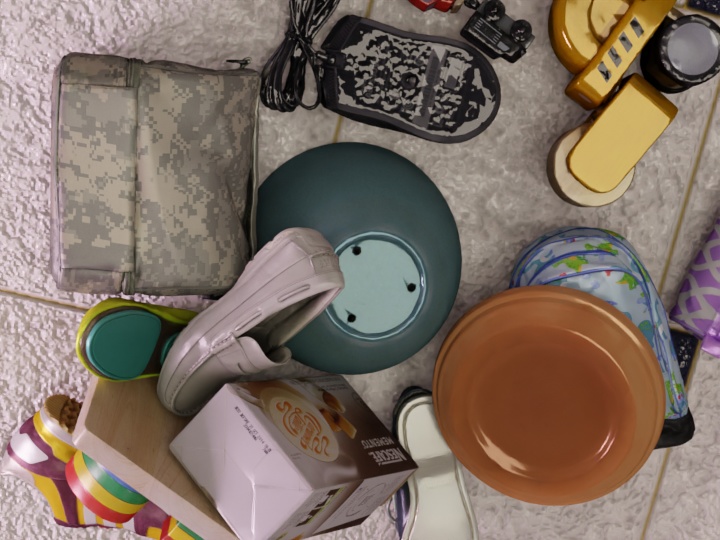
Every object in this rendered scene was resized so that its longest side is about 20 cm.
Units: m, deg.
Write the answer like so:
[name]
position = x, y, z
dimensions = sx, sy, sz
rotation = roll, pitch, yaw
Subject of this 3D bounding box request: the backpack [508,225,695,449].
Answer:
[backpack]
position = 0.199, 0.061, 1.508
dimensions = 0.161, 0.154, 0.202
rotation = -7, 90, 11

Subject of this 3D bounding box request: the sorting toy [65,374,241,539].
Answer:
[sorting toy]
position = -0.154, 0.160, 1.431
dimensions = 0.198, 0.200, 0.070
rotation = 38, 109, -15

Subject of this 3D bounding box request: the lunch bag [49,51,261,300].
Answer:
[lunch bag]
position = -0.163, -0.074, 1.403
dimensions = 0.166, 0.139, 0.202
rotation = 2, 95, -5

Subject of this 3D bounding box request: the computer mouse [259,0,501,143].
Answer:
[computer mouse]
position = 0.023, -0.171, 1.471
dimensions = 0.198, 0.053, 0.140
rotation = 20, 87, -6

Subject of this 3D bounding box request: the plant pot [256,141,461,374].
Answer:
[plant pot]
position = 0.000, 0.000, 1.454
dimensions = 0.198, 0.135, 0.202
rotation = -2, 101, -10

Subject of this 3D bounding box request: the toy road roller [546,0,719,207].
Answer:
[toy road roller]
position = 0.204, -0.165, 1.472
dimensions = 0.146, 0.123, 0.201
rotation = 37, 92, 0

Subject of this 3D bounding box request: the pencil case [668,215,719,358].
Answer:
[pencil case]
position = 0.350, -0.021, 1.540
dimensions = 0.083, 0.086, 0.201
rotation = 24, 96, -12

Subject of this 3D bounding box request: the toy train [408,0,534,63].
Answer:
[toy train]
position = 0.057, -0.239, 1.452
dimensions = 0.199, 0.034, 0.046
rotation = 37, 86, -1

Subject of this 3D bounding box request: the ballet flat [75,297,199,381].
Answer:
[ballet flat]
position = -0.181, 0.054, 1.418
dimensions = 0.067, 0.199, 0.067
rotation = 27, 99, 31

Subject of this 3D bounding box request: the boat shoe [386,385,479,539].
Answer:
[boat shoe]
position = 0.059, 0.203, 1.541
dimensions = 0.074, 0.062, 0.202
rotation = -12, 100, -6

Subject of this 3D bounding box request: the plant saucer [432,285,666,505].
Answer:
[plant saucer]
position = 0.155, 0.111, 1.451
dimensions = 0.198, 0.037, 0.202
rotation = 6, 113, 13

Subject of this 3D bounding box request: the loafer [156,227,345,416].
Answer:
[loafer]
position = -0.089, 0.052, 1.377
dimensions = 0.070, 0.070, 0.200
rotation = 10, 129, -50

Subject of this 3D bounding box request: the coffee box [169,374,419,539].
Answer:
[coffee box]
position = -0.050, 0.154, 1.421
dimensions = 0.080, 0.200, 0.115
rotation = -46, 70, 18

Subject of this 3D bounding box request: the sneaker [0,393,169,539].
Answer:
[sneaker]
position = -0.214, 0.193, 1.491
dimensions = 0.200, 0.075, 0.090
rotation = 39, 108, -14
